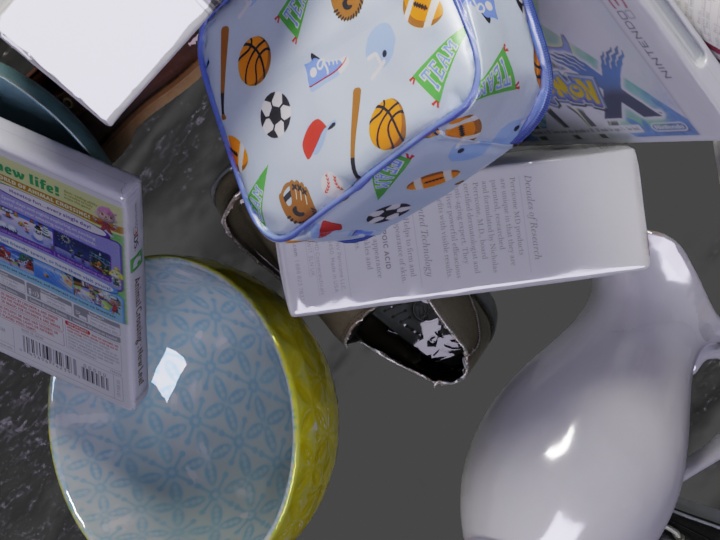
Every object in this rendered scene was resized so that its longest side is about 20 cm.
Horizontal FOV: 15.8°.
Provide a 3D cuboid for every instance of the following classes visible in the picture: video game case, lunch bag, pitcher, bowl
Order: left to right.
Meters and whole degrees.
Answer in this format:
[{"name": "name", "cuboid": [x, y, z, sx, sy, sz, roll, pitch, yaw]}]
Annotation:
[{"name": "video game case", "cuboid": [-0.210, -0.021, 1.466, 0.200, 0.022, 0.182, 24, 141, 17]}, {"name": "bowl", "cuboid": [-0.080, 0.087, 1.541, 0.108, 0.200, 0.200, -4, 140, -51]}, {"name": "lunch bag", "cuboid": [0.007, -0.113, 1.309, 0.076, 0.160, 0.200, 1, 154, -44]}, {"name": "video game case", "cuboid": [0.090, -0.136, 1.374, 0.200, 0.022, 0.182, 3, 139, 54]}, {"name": "pitcher", "cuboid": [0.155, 0.100, 1.514, 0.172, 0.200, 0.121, 40, 158, -31]}]

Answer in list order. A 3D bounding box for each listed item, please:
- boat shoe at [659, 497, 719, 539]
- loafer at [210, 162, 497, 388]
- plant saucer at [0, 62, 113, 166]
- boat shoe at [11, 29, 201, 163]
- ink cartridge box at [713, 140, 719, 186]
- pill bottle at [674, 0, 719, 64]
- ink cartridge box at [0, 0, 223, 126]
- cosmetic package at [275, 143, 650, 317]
[{"name": "boat shoe", "cuboid": [0.170, 0.174, 1.630, 0.200, 0.064, 0.071, 14, 124, -7]}, {"name": "loafer", "cuboid": [0.000, 0.000, 1.515, 0.200, 0.070, 0.075, 32, 119, -18]}, {"name": "plant saucer", "cuboid": [-0.207, -0.053, 1.469, 0.200, 0.027, 0.200, 21, 140, 19]}, {"name": "boat shoe", "cuboid": [-0.126, -0.125, 1.435, 0.070, 0.070, 0.200, 36, 118, -22]}, {"name": "ink cartridge box", "cuboid": [0.298, -0.028, 1.406, 0.147, 0.200, 0.145, 33, 119, -19]}, {"name": "pill bottle", "cuboid": [0.224, -0.145, 1.321, 0.109, 0.200, 0.110, -24, 132, -30]}, {"name": "ink cartridge box", "cuboid": [-0.094, -0.184, 1.311, 0.084, 0.145, 0.200, 41, 97, -17]}, {"name": "cosmetic package", "cuboid": [0.054, -0.025, 1.431, 0.200, 0.102, 0.074, -9, 96, 0]}]
